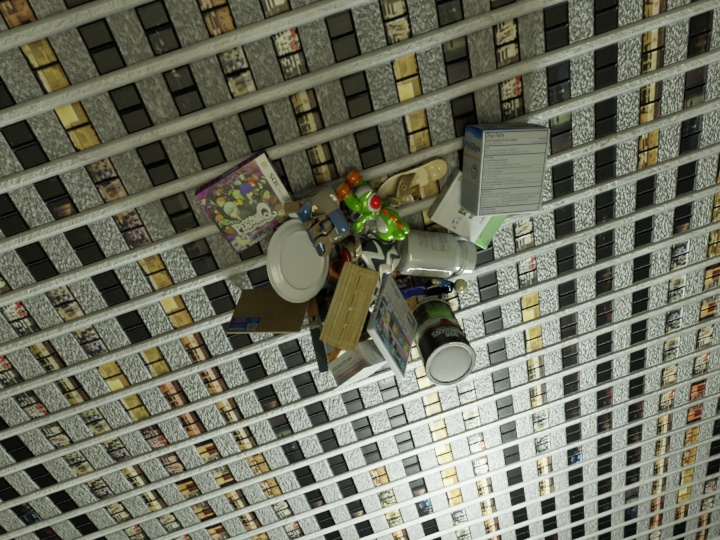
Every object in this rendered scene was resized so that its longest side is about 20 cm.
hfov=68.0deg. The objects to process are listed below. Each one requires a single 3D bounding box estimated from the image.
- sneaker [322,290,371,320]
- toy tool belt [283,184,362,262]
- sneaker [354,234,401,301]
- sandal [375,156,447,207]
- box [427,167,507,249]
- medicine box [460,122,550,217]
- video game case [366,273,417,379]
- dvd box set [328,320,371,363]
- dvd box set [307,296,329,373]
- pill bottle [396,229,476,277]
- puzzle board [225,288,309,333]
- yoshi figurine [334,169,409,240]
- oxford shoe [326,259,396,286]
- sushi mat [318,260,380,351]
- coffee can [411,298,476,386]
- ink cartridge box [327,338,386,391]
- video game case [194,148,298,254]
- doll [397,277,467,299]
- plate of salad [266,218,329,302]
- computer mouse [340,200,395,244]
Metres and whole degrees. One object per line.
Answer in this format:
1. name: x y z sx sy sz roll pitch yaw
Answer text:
1. sneaker: -0.040 0.104 1.467 0.076 0.114 0.200 -51 153 -5
2. toy tool belt: -0.092 -0.092 1.262 0.121 0.125 0.204 -28 85 -21
3. sneaker: 0.000 0.000 1.338 0.128 0.079 0.201 38 91 -11
4. sandal: 0.126 -0.205 1.318 0.207 0.070 0.079 -31 121 7
5. box: 0.291 -0.160 1.400 0.195 0.037 0.147 24 112 -22
6. medicine box: 0.347 -0.246 1.296 0.175 0.103 0.207 -5 110 -14
7. video game case: 0.086 0.145 1.381 0.022 0.185 0.203 -8 131 29
8. dvd box set: -0.004 0.201 1.468 0.142 0.030 0.202 -12 150 -30
9. dvd box set: -0.115 0.143 1.393 0.028 0.202 0.151 -11 121 -3
10. pill bottle: 0.199 -0.041 1.402 0.192 0.115 0.118 5 119 -14
11. puzzle board: -0.227 0.102 1.345 0.192 0.153 0.018 -2 132 12
12. yoshi figurine: 0.029 -0.140 1.293 0.199 0.112 0.113 40 111 0
13. oxford shoe: 0.001 0.024 1.437 0.193 0.073 0.074 14 137 -14
14. sushi mat: -0.026 0.086 1.283 0.093 0.012 0.207 19 86 -2
15. coffee can: 0.222 0.197 1.492 0.141 0.202 0.151 -5 121 -8
16. ink cartridge box: -0.003 0.231 1.347 0.114 0.069 0.198 -37 165 21
17. video game case: -0.266 -0.161 1.283 0.196 0.036 0.184 -28 121 5
18. doll: 0.196 0.051 1.463 0.193 0.050 0.137 -10 163 11
19. plate of salad: -0.157 -0.024 1.322 0.196 0.047 0.208 -2 93 -44
20. computer mouse: 0.002 -0.118 1.361 0.194 0.044 0.112 18 113 -15
